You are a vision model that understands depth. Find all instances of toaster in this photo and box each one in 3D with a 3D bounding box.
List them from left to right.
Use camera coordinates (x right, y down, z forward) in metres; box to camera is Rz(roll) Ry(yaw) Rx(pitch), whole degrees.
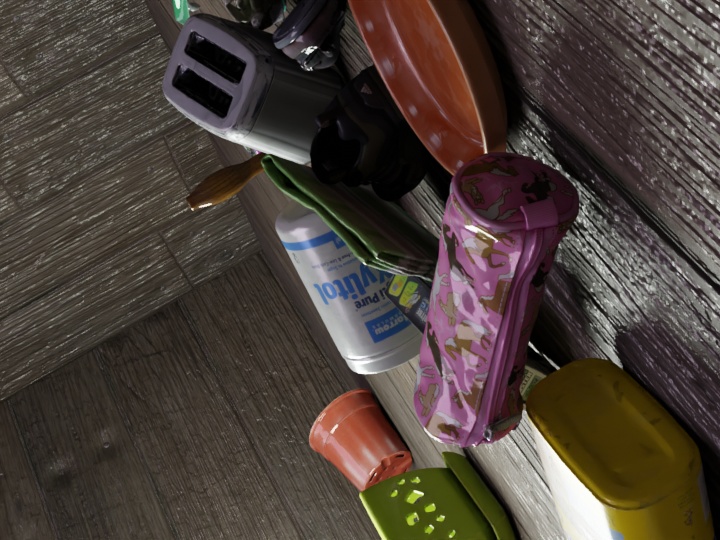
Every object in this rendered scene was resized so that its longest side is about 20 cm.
[{"bbox_3d":[-0.109,-0.185,1.107,0.199,0.115,0.128,37,-162,36],"label":"toaster"}]

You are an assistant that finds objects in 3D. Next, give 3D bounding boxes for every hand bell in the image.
[{"bbox_3d":[-0.106,-0.125,1.206,0.105,0.198,0.104,59,173,12],"label":"hand bell"}]

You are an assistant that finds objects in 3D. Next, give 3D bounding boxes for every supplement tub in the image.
[{"bbox_3d":[0.000,0.000,1.233,0.202,0.131,0.132,62,172,-19],"label":"supplement tub"}]

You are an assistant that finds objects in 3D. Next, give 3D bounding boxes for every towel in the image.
[{"bbox_3d":[0.011,-0.036,0.944,0.149,0.031,0.199,40,-166,29],"label":"towel"}]

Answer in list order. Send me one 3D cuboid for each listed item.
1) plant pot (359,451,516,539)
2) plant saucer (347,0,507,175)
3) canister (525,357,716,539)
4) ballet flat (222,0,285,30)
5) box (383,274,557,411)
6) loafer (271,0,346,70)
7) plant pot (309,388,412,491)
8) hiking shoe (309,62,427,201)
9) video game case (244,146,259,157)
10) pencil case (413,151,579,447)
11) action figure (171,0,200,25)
[{"bbox_3d":[0.138,0.420,1.690,0.199,0.180,0.201,51,168,49],"label":"plant pot"},{"bbox_3d":[0.044,-0.154,0.735,0.202,0.032,0.201,58,172,13],"label":"plant saucer"},{"bbox_3d":[0.193,0.177,0.773,0.149,0.086,0.202,52,168,53],"label":"canister"},{"bbox_3d":[-0.113,-0.298,1.109,0.073,0.071,0.200,59,172,8],"label":"ballet flat"},{"bbox_3d":[0.103,0.062,0.936,0.109,0.035,0.200,27,-171,-27],"label":"box"},{"bbox_3d":[-0.038,-0.213,0.984,0.063,0.072,0.200,41,-177,-14],"label":"loafer"},{"bbox_3d":[0.012,0.425,2.599,0.195,0.200,0.202,44,165,34],"label":"plant pot"},{"bbox_3d":[0.000,-0.109,0.930,0.076,0.100,0.200,59,172,21],"label":"hiking shoe"},{"bbox_3d":[-0.226,-0.300,1.987,0.181,0.036,0.201,50,167,55],"label":"video game case"},{"bbox_3d":[0.084,0.022,0.704,0.086,0.083,0.202,26,131,24],"label":"pencil case"},{"bbox_3d":[-0.286,-0.483,1.632,0.119,0.054,0.201,57,165,33],"label":"action figure"}]
